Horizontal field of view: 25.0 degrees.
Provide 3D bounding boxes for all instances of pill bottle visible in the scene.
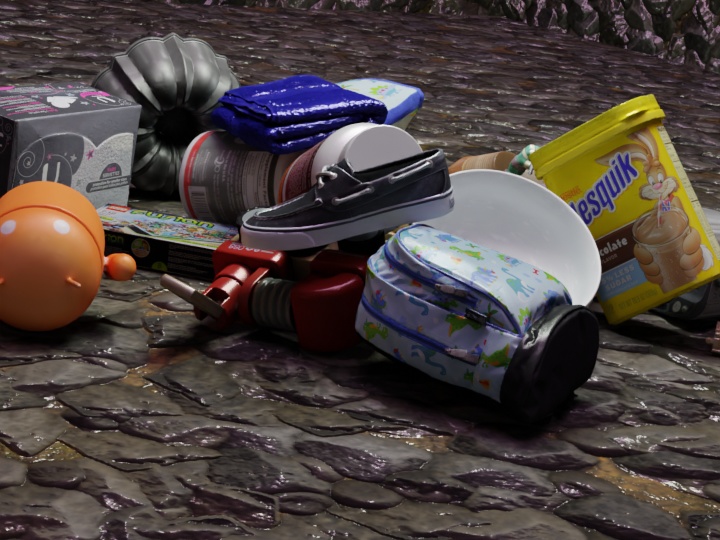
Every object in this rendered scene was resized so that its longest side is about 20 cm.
[{"bbox_3d":[-0.007,-0.083,1.621,0.112,0.114,0.200,3,-8,-17],"label":"pill bottle"},{"bbox_3d":[-0.093,-0.098,1.814,0.199,0.115,0.114,4,11,33],"label":"pill bottle"}]

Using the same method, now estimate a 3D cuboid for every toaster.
[{"bbox_3d":[0.360,-0.015,1.816,0.129,0.114,0.200,1,14,-36],"label":"toaster"}]

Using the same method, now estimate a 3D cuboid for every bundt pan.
[{"bbox_3d":[-0.227,-0.177,1.962,0.201,0.203,0.076,0,29,-25],"label":"bundt pan"}]

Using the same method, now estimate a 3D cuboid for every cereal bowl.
[{"bbox_3d":[0.134,-0.002,1.630,0.199,0.083,0.201,11,50,-13],"label":"cereal bowl"}]

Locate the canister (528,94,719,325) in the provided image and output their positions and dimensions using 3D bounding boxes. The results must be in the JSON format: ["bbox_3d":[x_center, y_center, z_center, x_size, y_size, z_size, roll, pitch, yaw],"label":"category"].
[{"bbox_3d":[0.281,-0.061,1.696,0.148,0.201,0.086,-28,-7,34],"label":"canister"}]

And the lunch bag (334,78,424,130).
[{"bbox_3d":[-0.038,-0.154,1.933,0.199,0.128,0.170,-19,13,38],"label":"lunch bag"}]

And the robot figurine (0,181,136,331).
[{"bbox_3d":[-0.288,-0.014,1.478,0.144,0.117,0.200,43,7,-16],"label":"robot figurine"}]

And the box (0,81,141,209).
[{"bbox_3d":[-0.359,-0.131,1.834,0.114,0.133,0.200,22,21,32],"label":"box"}]

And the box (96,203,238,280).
[{"bbox_3d":[-0.195,-0.028,1.727,0.199,0.035,0.110,10,15,8],"label":"box"}]

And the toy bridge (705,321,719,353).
[{"bbox_3d":[0.446,0.090,1.633,0.199,0.027,0.067,11,17,12],"label":"toy bridge"}]

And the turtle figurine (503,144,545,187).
[{"bbox_3d":[0.184,-0.070,1.893,0.100,0.151,0.200,1,-2,35],"label":"turtle figurine"}]

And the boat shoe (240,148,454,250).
[{"bbox_3d":[-0.015,-0.068,1.476,0.199,0.068,0.072,-12,19,-2],"label":"boat shoe"}]

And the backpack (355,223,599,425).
[{"bbox_3d":[0.094,0.042,1.437,0.199,0.155,0.163,9,17,29],"label":"backpack"}]

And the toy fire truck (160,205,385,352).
[{"bbox_3d":[-0.082,0.020,1.501,0.175,0.129,0.200,10,35,29],"label":"toy fire truck"}]

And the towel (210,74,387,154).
[{"bbox_3d":[-0.070,-0.177,1.775,0.147,0.050,0.200,-17,20,-18],"label":"towel"}]

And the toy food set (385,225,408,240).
[{"bbox_3d":[0.059,-0.069,1.972,0.197,0.049,0.200,14,17,22],"label":"toy food set"}]

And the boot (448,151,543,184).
[{"bbox_3d":[0.185,-0.091,2.078,0.199,0.074,0.154,30,-26,-30],"label":"boot"}]
